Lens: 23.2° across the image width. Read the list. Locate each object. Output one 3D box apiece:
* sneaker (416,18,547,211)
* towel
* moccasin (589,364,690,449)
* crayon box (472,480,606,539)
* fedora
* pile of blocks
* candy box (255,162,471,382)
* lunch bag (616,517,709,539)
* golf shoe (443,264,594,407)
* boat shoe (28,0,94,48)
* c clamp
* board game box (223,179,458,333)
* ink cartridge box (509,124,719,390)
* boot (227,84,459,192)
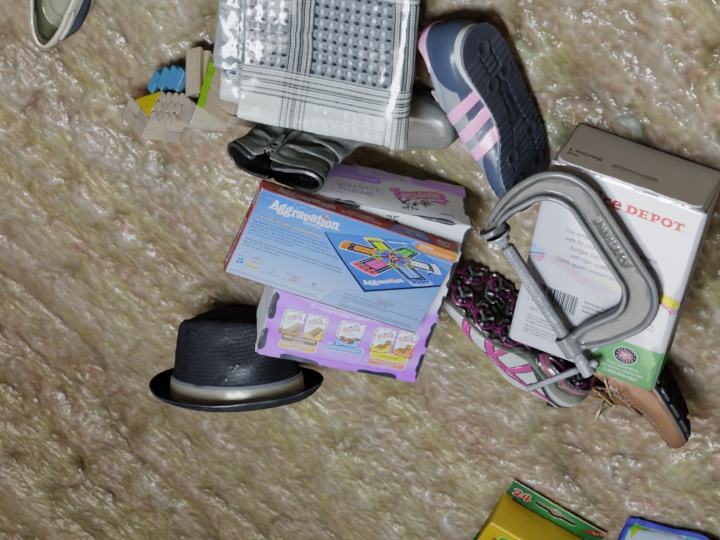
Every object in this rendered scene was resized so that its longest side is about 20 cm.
[{"bbox_3d":[0.109,-0.144,1.592,0.082,0.070,0.201,17,140,44],"label":"sneaker"},{"bbox_3d":[-0.042,-0.217,1.575,0.198,0.035,0.194,15,117,21],"label":"towel"},{"bbox_3d":[0.250,0.101,1.728,0.078,0.074,0.201,-39,107,24],"label":"moccasin"},{"bbox_3d":[0.192,0.338,2.051,0.126,0.051,0.201,29,141,5],"label":"crayon box"},{"bbox_3d":[-0.141,0.093,1.956,0.199,0.200,0.093,3,104,31],"label":"fedora"},{"bbox_3d":[-0.154,-0.174,1.743,0.062,0.083,0.199,5,175,-43],"label":"pile of blocks"},{"bbox_3d":[0.000,0.000,1.717,0.166,0.072,0.201,11,125,-11],"label":"candy box"},{"bbox_3d":[0.345,0.381,1.898,0.199,0.171,0.128,29,146,6],"label":"lunch bag"},{"bbox_3d":[0.149,0.075,1.782,0.200,0.073,0.092,38,143,-8],"label":"golf shoe"},{"bbox_3d":[-0.285,-0.300,1.680,0.071,0.063,0.201,28,140,8],"label":"boat shoe"},{"bbox_3d":[0.174,0.010,1.561,0.170,0.027,0.201,-19,109,34],"label":"c clamp"},{"bbox_3d":[-0.019,-0.012,1.651,0.198,0.020,0.103,18,125,-15],"label":"board game box"},{"bbox_3d":[0.231,-0.013,1.590,0.144,0.084,0.201,20,126,14],"label":"ink cartridge box"},{"bbox_3d":[-0.015,-0.116,1.639,0.198,0.131,0.068,13,139,23],"label":"boot"}]
